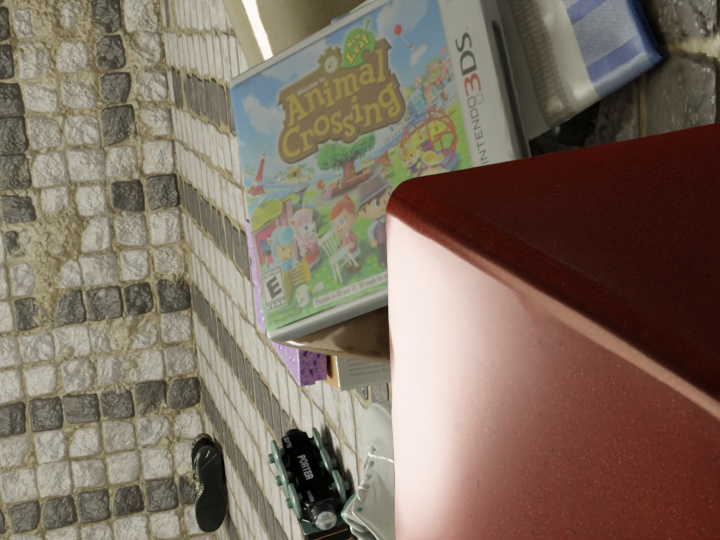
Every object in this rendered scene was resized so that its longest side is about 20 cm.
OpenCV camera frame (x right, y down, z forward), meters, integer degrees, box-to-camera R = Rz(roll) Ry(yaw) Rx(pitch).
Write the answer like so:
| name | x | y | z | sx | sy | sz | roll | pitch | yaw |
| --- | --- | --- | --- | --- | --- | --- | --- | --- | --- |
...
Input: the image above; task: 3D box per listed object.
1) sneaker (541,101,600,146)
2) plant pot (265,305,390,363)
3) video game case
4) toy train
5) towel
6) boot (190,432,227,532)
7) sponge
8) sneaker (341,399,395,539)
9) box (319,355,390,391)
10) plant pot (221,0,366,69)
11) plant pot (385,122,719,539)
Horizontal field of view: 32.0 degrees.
| name | x | y | z | sx | sy | sz | roll | pitch | yaw |
| --- | --- | --- | --- | --- | --- | --- | --- | --- | --- |
| sneaker | 0.081 | -0.136 | 0.800 | 0.200 | 0.090 | 0.067 | -114 | 23 | -49 |
| plant pot | 0.041 | -0.027 | 0.859 | 0.200 | 0.200 | 0.175 | -168 | 84 | -75 |
| video game case | 0.008 | -0.070 | 0.758 | 0.200 | 0.022 | 0.182 | -22 | 70 | 35 |
| toy train | -0.063 | 0.289 | 1.632 | 0.200 | 0.085 | 0.114 | -124 | 20 | -61 |
| towel | 0.071 | -0.137 | 0.748 | 0.200 | 0.024 | 0.147 | -28 | 66 | 33 |
| boot | -0.352 | 0.483 | 2.892 | 0.154 | 0.073 | 0.204 | -141 | 49 | -74 |
| sponge | -0.071 | 0.024 | 1.179 | 0.200 | 0.030 | 0.112 | -137 | 41 | -69 |
| sneaker | 0.020 | 0.220 | 1.240 | 0.075 | 0.088 | 0.200 | 100 | 158 | -54 |
| box | 0.000 | 0.000 | 1.166 | 0.152 | 0.106 | 0.200 | 176 | 86 | -76 |
| plant pot | -0.042 | -0.244 | 1.087 | 0.200 | 0.200 | 0.184 | -125 | 19 | -61 |
| plant pot | 0.140 | 0.065 | 0.501 | 0.176 | 0.200 | 0.200 | 33 | 130 | 58 |
